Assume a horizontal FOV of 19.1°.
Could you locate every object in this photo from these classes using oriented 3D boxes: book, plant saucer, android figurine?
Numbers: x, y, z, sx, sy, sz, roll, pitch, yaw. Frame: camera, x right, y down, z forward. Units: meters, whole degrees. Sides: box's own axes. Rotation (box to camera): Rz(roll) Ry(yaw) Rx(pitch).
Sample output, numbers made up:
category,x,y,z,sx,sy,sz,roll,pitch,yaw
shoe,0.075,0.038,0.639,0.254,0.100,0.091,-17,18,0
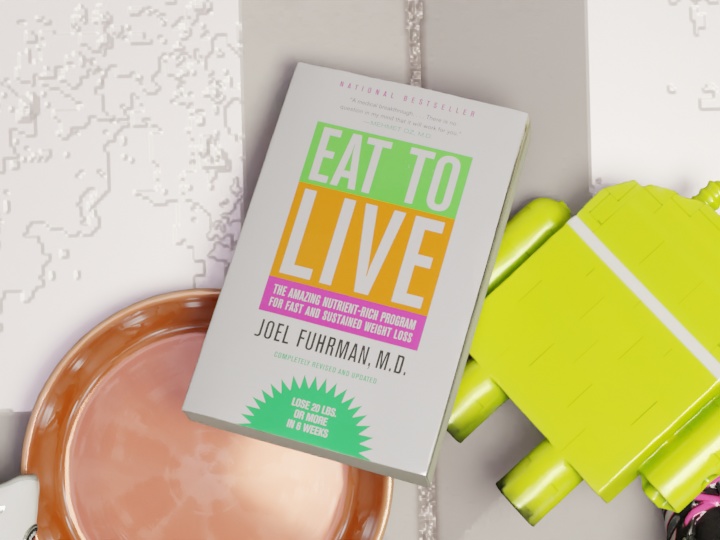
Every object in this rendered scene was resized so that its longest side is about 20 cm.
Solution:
category,x,y,z,sx,sy,sz,roll,pitch,yaw
book,0.000,0.000,1.130,0.133,0.048,0.200,14,75,9
plant saucer,-0.082,0.110,1.159,0.200,0.032,0.201,0,90,-3
android figurine,0.134,0.036,1.135,0.200,0.041,0.182,-44,68,-1

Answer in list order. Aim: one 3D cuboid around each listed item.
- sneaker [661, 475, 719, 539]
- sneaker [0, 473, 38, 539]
category,x,y,z,sx,sy,sz,roll,pitch,yaw
sneaker,0.195,0.131,1.147,0.074,0.087,0.201,-3,91,-3
sneaker,-0.262,0.106,1.128,0.200,0.074,0.089,20,84,-1
